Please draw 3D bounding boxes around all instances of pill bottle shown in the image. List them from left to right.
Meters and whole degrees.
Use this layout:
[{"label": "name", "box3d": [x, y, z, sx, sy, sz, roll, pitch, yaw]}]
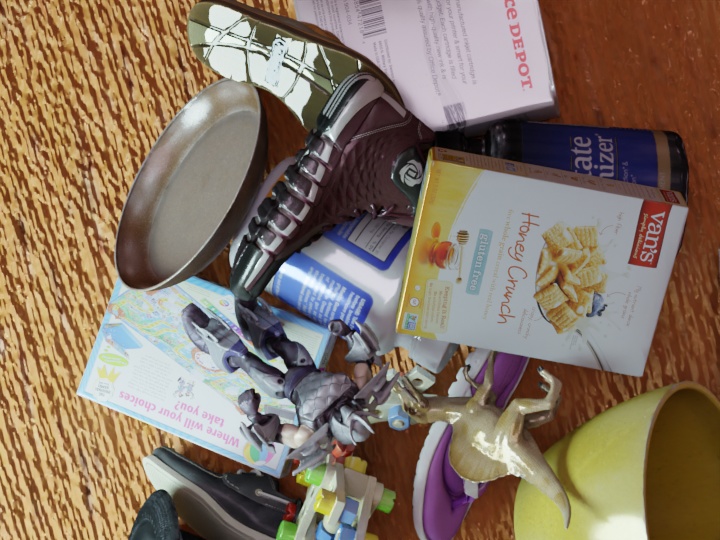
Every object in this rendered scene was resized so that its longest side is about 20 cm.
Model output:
[{"label": "pill bottle", "box3d": [0.000, 0.000, 1.185, 0.199, 0.112, 0.113, 31, 93, 10]}, {"label": "pill bottle", "box3d": [0.154, -0.062, 1.144, 0.197, 0.112, 0.113, 3, 88, 0]}]

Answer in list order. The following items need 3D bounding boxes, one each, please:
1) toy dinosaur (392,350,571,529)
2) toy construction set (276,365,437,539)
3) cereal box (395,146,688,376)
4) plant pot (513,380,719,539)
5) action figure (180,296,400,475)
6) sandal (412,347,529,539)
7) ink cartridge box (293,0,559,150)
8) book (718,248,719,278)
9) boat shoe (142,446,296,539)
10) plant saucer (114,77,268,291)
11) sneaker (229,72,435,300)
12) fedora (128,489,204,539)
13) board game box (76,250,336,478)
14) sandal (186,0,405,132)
[{"label": "toy dinosaur", "box3d": [0.116, 0.125, 1.101, 0.199, 0.058, 0.101, 32, 78, 39]}, {"label": "toy construction set", "box3d": [-0.009, 0.159, 1.158, 0.091, 0.201, 0.132, 29, 132, 1]}, {"label": "cereal box", "box3d": [0.135, -0.005, 1.086, 0.197, 0.040, 0.146, 10, 112, -2]}, {"label": "plant pot", "box3d": [0.204, 0.194, 1.113, 0.141, 0.199, 0.203, -11, 85, 36]}, {"label": "action figure", "box3d": [-0.055, 0.082, 1.122, 0.130, 0.070, 0.199, -32, 43, -26]}, {"label": "sandal", "box3d": [0.097, 0.135, 1.171, 0.050, 0.082, 0.205, 19, 89, 43]}, {"label": "ink cartridge box", "box3d": [0.058, -0.181, 1.197, 0.198, 0.084, 0.147, -12, 85, 11]}, {"label": "book", "box3d": [0.338, 0.071, 1.090, 0.048, 0.133, 0.203, 9, 75, -27]}, {"label": "boat shoe", "box3d": [-0.098, 0.205, 1.227, 0.198, 0.072, 0.068, 27, 55, 18]}, {"label": "plant saucer", "box3d": [-0.137, -0.068, 1.201, 0.032, 0.200, 0.202, 29, 94, -32]}, {"label": "sneaker", "box3d": [-0.010, -0.042, 1.105, 0.115, 0.076, 0.201, 31, 101, -17]}, {"label": "fedora", "box3d": [-0.143, 0.276, 1.172, 0.091, 0.200, 0.203, 10, 89, -18]}, {"label": "board game box", "box3d": [-0.134, 0.080, 1.245, 0.198, 0.034, 0.136, 21, 91, 11]}, {"label": "sandal", "box3d": [-0.046, -0.165, 1.146, 0.199, 0.054, 0.081, 29, 125, 8]}]
